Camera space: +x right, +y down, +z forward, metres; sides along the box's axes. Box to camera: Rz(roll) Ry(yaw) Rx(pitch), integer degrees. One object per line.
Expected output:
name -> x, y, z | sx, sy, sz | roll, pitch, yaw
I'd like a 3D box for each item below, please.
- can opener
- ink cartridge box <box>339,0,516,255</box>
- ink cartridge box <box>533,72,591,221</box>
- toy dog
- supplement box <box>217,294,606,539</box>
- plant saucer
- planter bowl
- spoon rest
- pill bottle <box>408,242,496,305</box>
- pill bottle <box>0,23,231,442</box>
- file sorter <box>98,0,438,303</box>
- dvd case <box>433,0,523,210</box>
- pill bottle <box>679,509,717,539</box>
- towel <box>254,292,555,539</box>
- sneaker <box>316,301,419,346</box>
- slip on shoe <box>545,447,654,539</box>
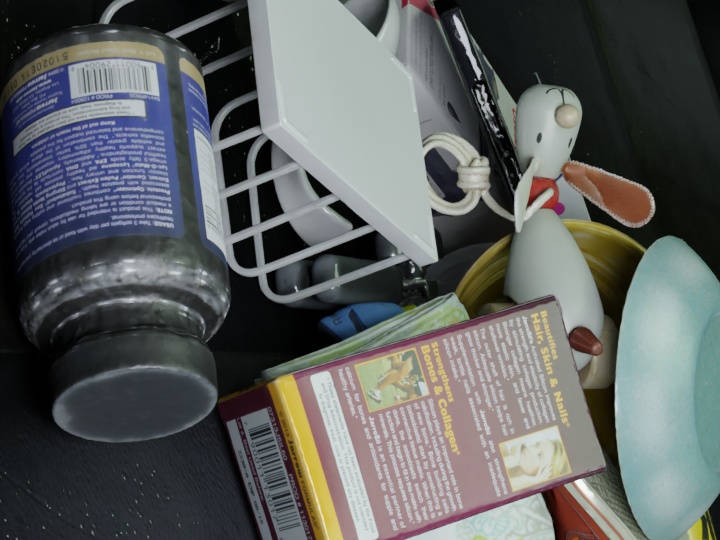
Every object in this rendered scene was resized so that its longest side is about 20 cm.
can opener -> 0.000, 0.000, 1.728 | 0.200, 0.052, 0.067 | -4, 86, -67
ink cartridge box -> 0.047, -0.121, 1.920 | 0.200, 0.084, 0.145 | 53, 27, -39
ink cartridge box -> 0.151, -0.037, 1.870 | 0.095, 0.037, 0.201 | -104, 175, -59
toy dog -> 0.126, -0.014, 1.633 | 0.096, 0.132, 0.201 | -3, -73, 65
supplement box -> 0.032, 0.096, 1.505 | 0.199, 0.086, 0.111 | -15, 86, -30
plant saucer -> 0.216, 0.078, 1.664 | 0.201, 0.039, 0.202 | -2, 93, -63
planter bowl -> 0.121, 0.067, 1.728 | 0.083, 0.200, 0.201 | -2, -66, 65
spoon rest -> -0.020, -0.115, 1.751 | 0.061, 0.099, 0.201 | 33, 50, -30
pill bottle -> 0.116, 0.084, 1.863 | 0.200, 0.112, 0.113 | 55, 25, -34
pill bottle -> -0.126, -0.019, 1.334 | 0.112, 0.111, 0.201 | 40, 36, -54
file sorter -> -0.058, -0.085, 1.556 | 0.200, 0.124, 0.139 | 40, 36, -53
dvd case -> 0.096, -0.097, 1.819 | 0.143, 0.017, 0.201 | -88, 157, -81
pill bottle -> 0.228, 0.234, 2.008 | 0.114, 0.114, 0.201 | 24, 49, -63
towel -> 0.032, 0.130, 1.583 | 0.171, 0.048, 0.201 | -24, 94, -37
sneaker -> 0.013, 0.121, 1.653 | 0.066, 0.078, 0.201 | 155, -73, -73
slip on shoe -> 0.149, 0.166, 1.659 | 0.200, 0.061, 0.074 | 55, 20, -10
